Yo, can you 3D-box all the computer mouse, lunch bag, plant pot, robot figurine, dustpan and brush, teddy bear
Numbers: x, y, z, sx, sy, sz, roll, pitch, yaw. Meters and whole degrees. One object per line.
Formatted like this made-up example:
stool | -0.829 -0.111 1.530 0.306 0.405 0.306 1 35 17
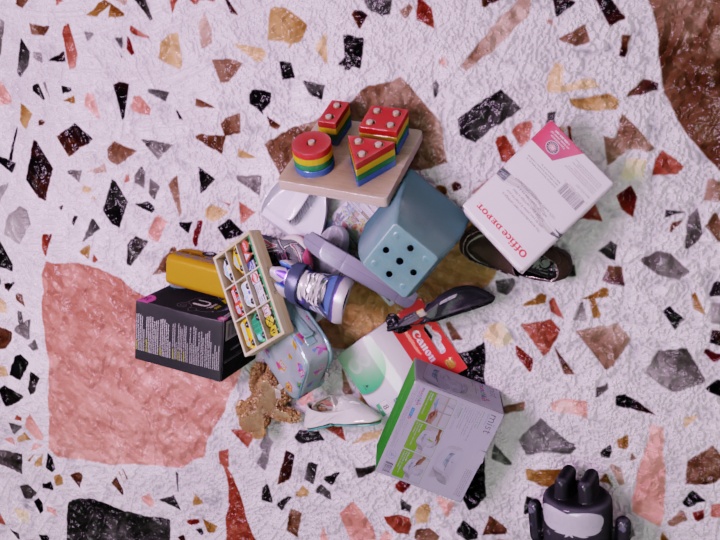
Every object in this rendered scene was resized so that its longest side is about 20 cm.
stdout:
computer mouse | 0.133 0.061 1.434 0.197 0.140 0.047 -20 79 16
lunch bag | -0.128 0.129 1.536 0.201 0.076 0.161 52 143 24
plant pot | 0.081 -0.049 1.362 0.141 0.200 0.142 38 114 -5
robot figurine | 0.383 0.450 1.442 0.123 0.150 0.204 -9 102 -20
dustpan and brush | -0.098 -0.154 1.517 0.139 0.057 0.202 35 97 17
teddy bear | -0.171 0.242 1.648 0.143 0.067 0.203 21 102 10

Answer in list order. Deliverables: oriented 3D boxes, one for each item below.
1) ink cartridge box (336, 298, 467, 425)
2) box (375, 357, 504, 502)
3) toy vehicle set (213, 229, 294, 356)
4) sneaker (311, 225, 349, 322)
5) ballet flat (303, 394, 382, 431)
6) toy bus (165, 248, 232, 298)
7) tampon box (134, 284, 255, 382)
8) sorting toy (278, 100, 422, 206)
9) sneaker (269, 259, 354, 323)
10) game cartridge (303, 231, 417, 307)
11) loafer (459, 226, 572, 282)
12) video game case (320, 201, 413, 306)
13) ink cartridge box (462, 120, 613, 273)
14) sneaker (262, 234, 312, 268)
ink cartridge box | 0.075 0.174 1.538 0.199 0.050 0.162 -36 88 27
box | 0.141 0.291 1.486 0.174 0.097 0.202 20 110 -4
toy vehicle set | -0.198 0.042 1.503 0.124 0.026 0.203 -32 73 40
sneaker | -0.056 0.002 1.534 0.073 0.070 0.202 39 123 30
ballet flat | -0.041 0.271 1.578 0.198 0.069 0.070 -15 97 44
toy bus | -0.281 0.010 1.621 0.197 0.078 0.066 14 107 18
tampon box | -0.323 0.116 1.623 0.197 0.150 0.128 12 107 18
sorting toy | -0.017 -0.210 1.394 0.197 0.200 0.070 11 136 18
sneaker | -0.091 0.031 1.400 0.144 0.200 0.082 19 88 -2
game cartridge | 0.000 0.000 1.414 0.198 0.133 0.041 29 88 -21
loafer | 0.262 -0.029 1.401 0.197 0.071 0.074 12 107 18
video game case | 0.049 -0.067 1.504 0.200 0.022 0.182 47 114 5
ink cartridge box | 0.284 -0.115 1.328 0.200 0.084 0.145 -44 81 3
sneaker | -0.165 -0.021 1.536 0.198 0.074 0.082 2 107 45
